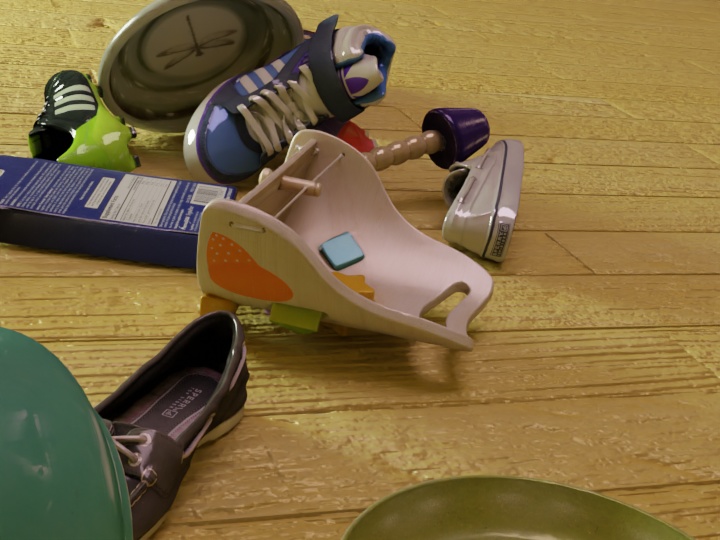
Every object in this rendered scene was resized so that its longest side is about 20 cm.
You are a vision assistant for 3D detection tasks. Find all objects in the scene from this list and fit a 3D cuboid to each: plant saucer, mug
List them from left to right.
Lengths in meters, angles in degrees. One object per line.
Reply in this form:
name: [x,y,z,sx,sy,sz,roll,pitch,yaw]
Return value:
mug: [-0.147,0.111,0.420,0.113,0.188,0.151,-4,0,-34]
plant saucer: [-0.153,-0.209,1.121,0.198,0.200,0.051,-6,61,-32]
plant saucer: [0.083,0.156,0.525,0.197,0.031,0.200,8,22,-3]

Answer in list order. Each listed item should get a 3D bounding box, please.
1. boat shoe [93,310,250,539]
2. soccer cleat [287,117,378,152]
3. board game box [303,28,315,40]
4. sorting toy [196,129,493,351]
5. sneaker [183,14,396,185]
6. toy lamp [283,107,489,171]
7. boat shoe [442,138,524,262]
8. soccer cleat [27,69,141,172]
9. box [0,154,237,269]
boat shoe: [-0.110,0.077,0.609,0.066,0.058,0.200,14,22,13]
soccer cleat: [-0.045,-0.132,1.150,0.075,0.068,0.200,-5,28,-19]
board game box: [-0.078,-0.225,1.366,0.199,0.062,0.199,26,27,35]
sorting toy: [0.000,0.000,0.803,0.178,0.108,0.200,20,23,7]
sneaker: [-0.051,-0.152,1.046,0.145,0.081,0.200,-10,27,46]
toy lamp: [0.028,-0.101,1.055,0.198,0.059,0.058,-20,33,-26]
boat shoe: [0.104,-0.072,1.040,0.065,0.074,0.200,14,21,2]
soccer cleat: [-0.260,-0.128,1.058,0.080,0.068,0.200,-16,31,-23]
box: [-0.198,-0.047,0.915,0.197,0.033,0.121,9,21,-3]
